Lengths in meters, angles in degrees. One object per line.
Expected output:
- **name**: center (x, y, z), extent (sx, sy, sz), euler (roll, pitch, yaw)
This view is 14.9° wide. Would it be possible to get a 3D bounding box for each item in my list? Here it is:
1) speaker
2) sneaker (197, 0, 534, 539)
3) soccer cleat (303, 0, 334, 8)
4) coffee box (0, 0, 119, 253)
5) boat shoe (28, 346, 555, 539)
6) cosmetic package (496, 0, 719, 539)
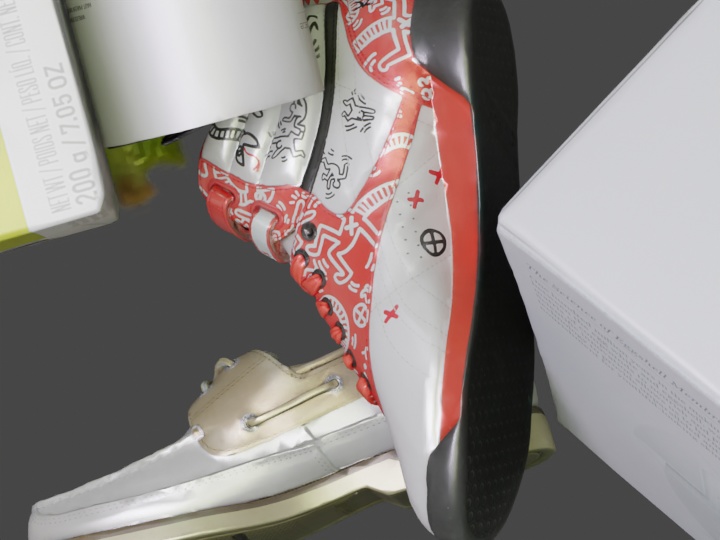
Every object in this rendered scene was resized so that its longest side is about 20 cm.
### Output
- **speaker**: center (-0.074, -0.144, 0.926), extent (0.081, 0.081, 0.201), euler (-15, 95, -4)
- **sneaker**: center (0.000, 0.000, 0.984), extent (0.107, 0.067, 0.202), euler (-4, 82, 24)
- **soccer cleat**: center (0.011, -0.163, 1.012), extent (0.068, 0.085, 0.201), euler (4, 91, -5)
- **coffee box**: center (-0.202, -0.088, 0.940), extent (0.197, 0.200, 0.201), euler (-15, 92, -3)
- **boat shoe**: center (-0.032, 0.064, 1.027), extent (0.199, 0.075, 0.069), euler (-15, 77, -4)
- **cosmetic package**: center (0.166, 0.037, 0.936), extent (0.199, 0.200, 0.123), euler (40, 81, 21)
